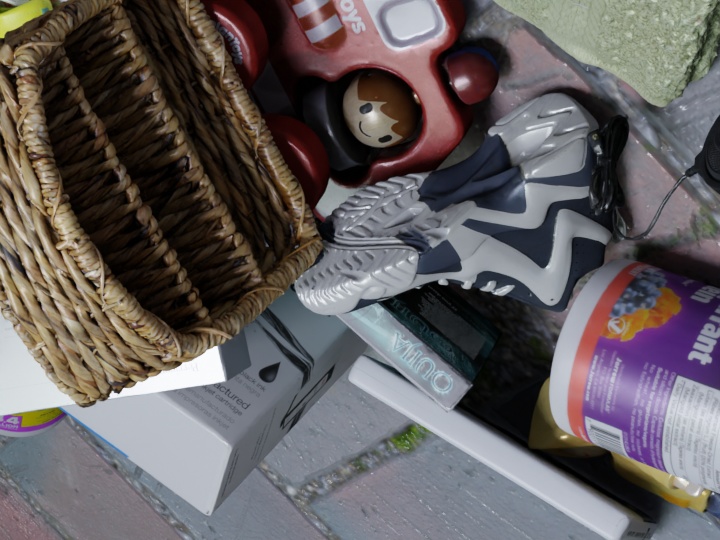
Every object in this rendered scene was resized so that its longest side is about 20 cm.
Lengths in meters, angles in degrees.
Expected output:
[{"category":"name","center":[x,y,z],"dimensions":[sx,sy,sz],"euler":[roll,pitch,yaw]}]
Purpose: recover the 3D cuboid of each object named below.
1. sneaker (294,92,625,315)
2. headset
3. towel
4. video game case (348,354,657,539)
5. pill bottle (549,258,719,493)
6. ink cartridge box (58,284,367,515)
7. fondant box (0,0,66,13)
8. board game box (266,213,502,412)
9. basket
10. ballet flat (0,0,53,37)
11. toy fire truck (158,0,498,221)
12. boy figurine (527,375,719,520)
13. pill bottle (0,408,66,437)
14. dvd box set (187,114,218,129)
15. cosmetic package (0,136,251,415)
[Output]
[{"category":"sneaker","center":[0.069,-0.006,1.124],"dimensions":[0.130,0.199,0.080],"euler":[55,-179,-39]},{"category":"headset","center":[0.216,-0.054,0.994],"dimensions":[0.199,0.094,0.124],"euler":[-6,140,22]},{"category":"towel","center":[0.131,-0.182,0.971],"dimensions":[0.148,0.037,0.201],"euler":[31,144,15]},{"category":"video game case","center":[0.098,0.122,1.255],"dimensions":[0.199,0.023,0.182],"euler":[30,180,17]},{"category":"pill bottle","center":[0.219,0.073,1.094],"dimensions":[0.199,0.112,0.112],"euler":[20,140,28]},{"category":"ink cartridge box","center":[-0.095,0.044,1.288],"dimensions":[0.146,0.200,0.085],"euler":[33,137,12]},{"category":"fondant box","center":[-0.248,-0.211,1.290],"dimensions":[0.199,0.058,0.145],"euler":[22,141,28]},{"category":"board game box","center":[0.000,0.000,1.221],"dimensions":[0.200,0.135,0.028],"euler":[41,107,2]},{"category":"basket","center":[-0.129,-0.047,1.030],"dimensions":[0.148,0.143,0.201],"euler":[-23,105,12]},{"category":"ballet flat","center":[-0.278,-0.173,1.268],"dimensions":[0.199,0.067,0.067],"euler":[16,117,29]},{"category":"toy fire truck","center":[-0.012,-0.126,1.117],"dimensions":[0.167,0.112,0.201],"euler":[-17,112,28]},{"category":"boy figurine","center":[0.197,0.129,1.195],"dimensions":[0.199,0.065,0.124],"euler":[29,177,9]},{"category":"pill bottle","center":[-0.273,0.046,1.551],"dimensions":[0.104,0.104,0.200],"euler":[34,145,10]},{"category":"dvd box set","center":[-0.198,-0.100,1.288],"dimensions":[0.199,0.146,0.030],"euler":[17,114,32]},{"category":"cosmetic package","center":[-0.179,0.005,1.170],"dimensions":[0.199,0.052,0.152],"euler":[-9,95,18]}]
